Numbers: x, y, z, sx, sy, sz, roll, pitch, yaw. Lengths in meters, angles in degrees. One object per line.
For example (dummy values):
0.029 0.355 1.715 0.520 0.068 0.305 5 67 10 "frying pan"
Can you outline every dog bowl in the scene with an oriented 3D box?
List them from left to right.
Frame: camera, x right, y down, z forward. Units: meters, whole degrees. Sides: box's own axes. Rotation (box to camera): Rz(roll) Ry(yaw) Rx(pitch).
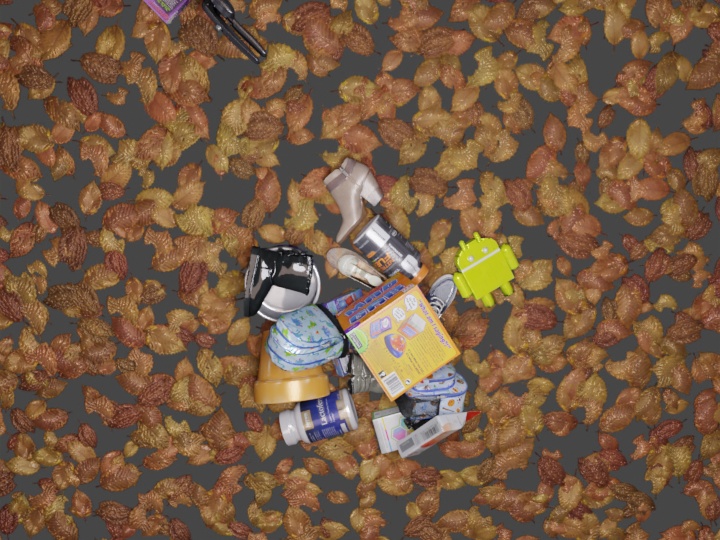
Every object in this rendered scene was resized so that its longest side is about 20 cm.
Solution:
-0.205 0.033 1.662 0.199 0.079 0.201 0 99 -2 "dog bowl"

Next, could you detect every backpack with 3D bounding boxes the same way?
-0.139 0.164 1.525 0.199 0.154 0.163 -23 61 -34 "backpack"
0.187 0.312 1.671 0.190 0.200 0.155 7 114 -18 "backpack"

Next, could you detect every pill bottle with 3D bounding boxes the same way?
-0.114 0.403 1.708 0.199 0.116 0.116 -18 100 1 "pill bottle"
0.085 -0.044 1.644 0.200 0.106 0.106 42 96 -7 "pill bottle"

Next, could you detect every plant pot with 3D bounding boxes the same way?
-0.188 0.246 1.653 0.199 0.200 0.184 -6 84 -1 "plant pot"

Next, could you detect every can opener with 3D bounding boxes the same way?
-0.317 -0.600 1.563 0.063 0.079 0.200 -40 108 -3 "can opener"

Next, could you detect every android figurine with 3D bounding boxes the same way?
0.333 -0.005 1.684 0.181 0.041 0.201 -28 101 -4 "android figurine"

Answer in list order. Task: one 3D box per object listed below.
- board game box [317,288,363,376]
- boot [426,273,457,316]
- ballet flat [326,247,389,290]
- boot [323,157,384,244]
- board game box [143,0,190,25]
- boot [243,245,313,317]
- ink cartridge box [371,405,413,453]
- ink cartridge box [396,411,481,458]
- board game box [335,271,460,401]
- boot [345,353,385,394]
-0.030 0.164 1.678 0.135 0.034 0.201 -22 100 -29 "board game box"
0.200 0.104 1.679 0.073 0.090 0.201 31 97 -6 "boot"
0.000 0.000 1.668 0.199 0.067 0.068 27 97 -6 "ballet flat"
-0.040 -0.189 1.642 0.146 0.070 0.200 42 95 -1 "boot"
-0.513 -0.727 1.552 0.120 0.032 0.200 -45 97 1 "board game box"
-0.207 0.033 1.589 0.162 0.073 0.199 9 99 -7 "boot"
0.139 0.428 1.747 0.199 0.059 0.104 -15 100 1 "ink cartridge box"
0.213 0.429 1.638 0.162 0.199 0.050 -43 55 32 "ink cartridge box"
0.085 0.153 1.523 0.199 0.200 0.200 -34 102 -3 "board game box"
0.031 0.231 1.660 0.130 0.068 0.201 9 80 -21 "boot"
